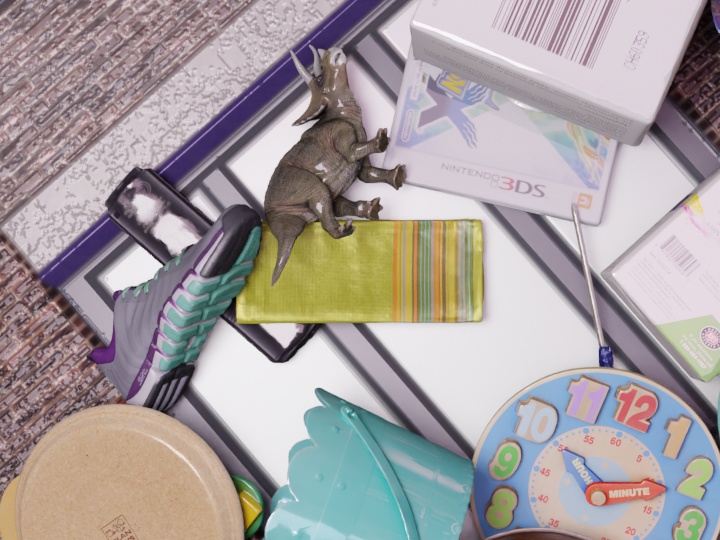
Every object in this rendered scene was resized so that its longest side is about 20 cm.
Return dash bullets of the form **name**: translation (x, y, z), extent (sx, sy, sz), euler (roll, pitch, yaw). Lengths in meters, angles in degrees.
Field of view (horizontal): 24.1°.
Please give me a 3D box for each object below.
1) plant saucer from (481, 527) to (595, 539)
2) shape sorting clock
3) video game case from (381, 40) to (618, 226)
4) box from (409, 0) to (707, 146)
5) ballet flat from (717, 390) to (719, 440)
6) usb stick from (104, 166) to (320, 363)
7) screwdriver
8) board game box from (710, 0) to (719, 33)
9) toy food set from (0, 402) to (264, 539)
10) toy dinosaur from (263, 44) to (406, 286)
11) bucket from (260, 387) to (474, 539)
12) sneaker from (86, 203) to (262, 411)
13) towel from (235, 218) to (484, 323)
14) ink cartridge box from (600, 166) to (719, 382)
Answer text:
- **plant saucer**: translation (0.139, 0.292, 1.315), extent (0.200, 0.034, 0.201), euler (1, 99, 4)
- **shape sorting clock**: translation (0.185, 0.173, 1.319), extent (0.199, 0.039, 0.201), euler (1, 99, 6)
- **video game case**: translation (0.126, -0.152, 1.366), extent (0.182, 0.022, 0.201), euler (13, 87, 4)
- **box**: translation (0.165, -0.227, 1.292), extent (0.198, 0.131, 0.200), euler (23, 87, 4)
- **ballet flat**: translation (0.320, 0.172, 1.286), extent (0.067, 0.070, 0.201), euler (-13, 102, -5)
- **usb stick**: translation (-0.120, -0.004, 1.366), extent (0.200, 0.033, 0.055), euler (41, 92, 5)
- **screwdriver**: translation (0.193, 0.044, 1.341), extent (0.029, 0.028, 0.201), euler (-6, 92, 32)
- **board game box**: translation (0.364, -0.177, 1.293), extent (0.200, 0.039, 0.158), euler (46, 45, 7)
- **toy food set**: translation (-0.180, 0.202, 1.324), extent (0.198, 0.049, 0.200), euler (41, 106, 6)
- **toy dinosaur**: translation (-0.031, -0.073, 1.335), extent (0.102, 0.077, 0.200), euler (17, 78, 30)
- **bucket**: translation (-0.007, 0.204, 1.267), extent (0.134, 0.207, 0.208), euler (20, 88, 0)
- **sneaker**: translation (-0.154, 0.018, 1.321), extent (0.087, 0.074, 0.200), euler (38, 113, 19)
- **towel**: translation (0.000, 0.000, 1.347), extent (0.199, 0.018, 0.086), euler (0, 76, -5)
- **ink cartridge box**: translation (0.303, -0.021, 1.324), extent (0.200, 0.067, 0.117), euler (-41, 88, 0)
